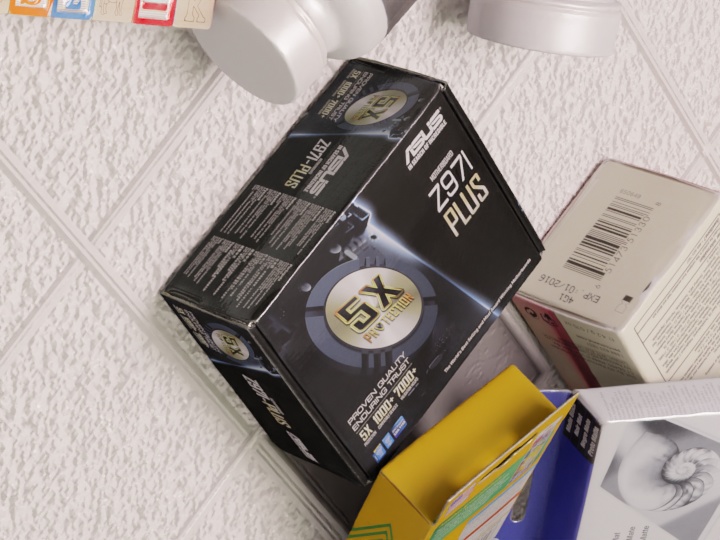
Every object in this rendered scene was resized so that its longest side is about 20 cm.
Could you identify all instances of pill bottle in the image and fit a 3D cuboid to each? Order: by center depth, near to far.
[{"bbox_3d":[-0.007,-0.193,1.584,0.200,0.110,0.111,-49,133,-21],"label":"pill bottle"},{"bbox_3d":[0.127,-0.239,1.700,0.114,0.114,0.201,-3,107,-45],"label":"pill bottle"}]

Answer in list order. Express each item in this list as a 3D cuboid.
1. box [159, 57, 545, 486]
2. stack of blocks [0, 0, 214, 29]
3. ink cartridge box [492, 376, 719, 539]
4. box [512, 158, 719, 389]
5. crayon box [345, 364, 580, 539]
[{"bbox_3d":[0.000,0.000,1.680,0.200,0.086,0.164,-51,133,-19],"label":"box"},{"bbox_3d":[-0.163,-0.196,1.462,0.199,0.058,0.116,-1,105,-45],"label":"stack of blocks"},{"bbox_3d":[0.183,0.158,1.850,0.199,0.041,0.200,-3,131,-12],"label":"ink cartridge box"},{"bbox_3d":[0.209,0.041,1.891,0.128,0.109,0.200,-51,134,-19],"label":"box"},{"bbox_3d":[0.055,0.141,1.739,0.126,0.052,0.200,-36,164,-31],"label":"crayon box"}]
